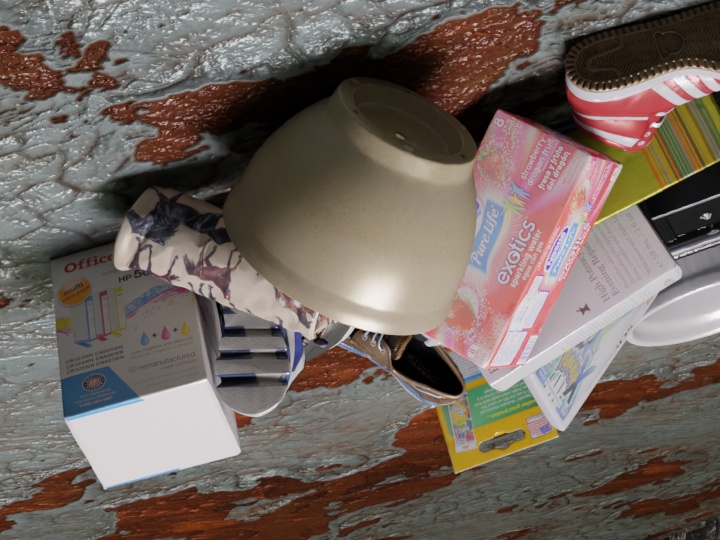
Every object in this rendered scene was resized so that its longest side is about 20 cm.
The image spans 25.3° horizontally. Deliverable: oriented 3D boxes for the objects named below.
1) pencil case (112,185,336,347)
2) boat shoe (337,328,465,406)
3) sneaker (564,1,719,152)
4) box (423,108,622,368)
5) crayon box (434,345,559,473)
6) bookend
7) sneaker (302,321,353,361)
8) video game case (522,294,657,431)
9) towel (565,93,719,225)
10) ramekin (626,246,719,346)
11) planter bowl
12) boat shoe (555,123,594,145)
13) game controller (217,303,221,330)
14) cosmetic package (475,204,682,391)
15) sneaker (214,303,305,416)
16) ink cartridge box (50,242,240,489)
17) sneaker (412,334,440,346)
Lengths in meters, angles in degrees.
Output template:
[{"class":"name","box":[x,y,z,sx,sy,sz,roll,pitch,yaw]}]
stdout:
[{"class":"pencil case","box":[-0.106,-0.006,1.319,0.199,0.078,0.090,20,153,11]},{"class":"boat shoe","box":[0.030,0.062,1.605,0.200,0.072,0.072,35,168,-15]},{"class":"sneaker","box":[0.266,-0.157,1.319,0.199,0.071,0.113,-8,156,3]},{"class":"box","box":[0.128,-0.025,1.364,0.103,0.095,0.200,1,116,-65]},{"class":"crayon box","box":[0.137,0.108,1.735,0.125,0.201,0.052,-22,160,19]},{"class":"bookend","box":[0.338,-0.103,1.484,0.198,0.092,0.200,-20,158,13]},{"class":"sneaker","box":[-0.078,0.076,1.560,0.200,0.071,0.099,-36,-174,39]},{"class":"video game case","box":[0.229,0.057,1.587,0.183,0.022,0.200,-54,155,-8]},{"class":"towel","box":[0.222,-0.095,1.400,0.200,0.086,0.018,-28,166,14]},{"class":"ramekin","box":[0.377,0.002,1.781,0.200,0.098,0.201,-13,160,-5]},{"class":"planter bowl","box":[0.010,-0.065,1.247,0.200,0.200,0.135,3,126,-40]},{"class":"boat shoe","box":[0.171,-0.077,1.463,0.200,0.069,0.084,-25,157,19]},{"class":"game controller","box":[-0.126,0.049,1.579,0.104,0.042,0.200,-52,-175,-38]},{"class":"cosmetic package","box":[0.179,0.015,1.450,0.200,0.102,0.074,-34,165,8]},{"class":"sneaker","box":[-0.088,0.037,1.410,0.080,0.200,0.115,3,166,3]},{"class":"ink cartridge box","box":[-0.194,0.066,1.424,0.128,0.200,0.125,-15,142,1]},{"class":"sneaker","box":[0.000,0.000,1.478,0.114,0.076,0.200,-14,129,28]}]
